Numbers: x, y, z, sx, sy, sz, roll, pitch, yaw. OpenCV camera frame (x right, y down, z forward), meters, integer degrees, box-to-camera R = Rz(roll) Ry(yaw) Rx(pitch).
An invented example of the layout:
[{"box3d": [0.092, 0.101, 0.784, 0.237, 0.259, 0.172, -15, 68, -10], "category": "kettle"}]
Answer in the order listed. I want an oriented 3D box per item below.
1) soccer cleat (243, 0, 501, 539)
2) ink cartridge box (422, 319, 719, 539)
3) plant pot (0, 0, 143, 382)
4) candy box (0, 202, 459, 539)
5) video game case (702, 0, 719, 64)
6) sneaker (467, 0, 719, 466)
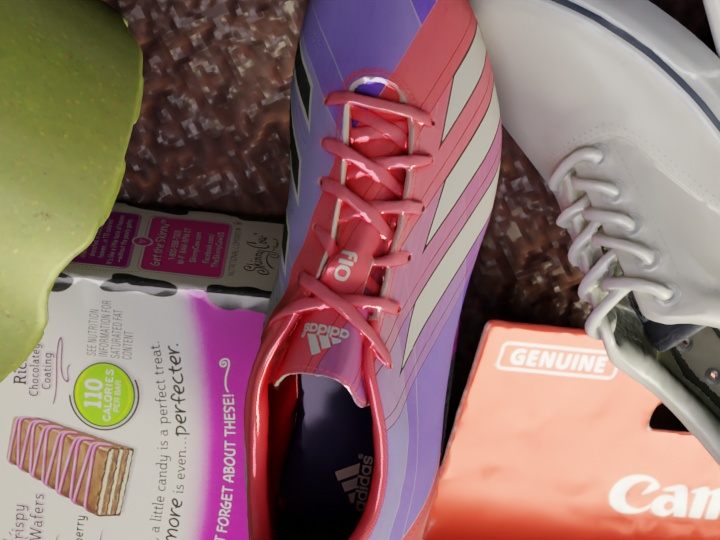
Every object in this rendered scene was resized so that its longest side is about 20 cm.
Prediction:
[{"box3d": [0.000, 0.000, 0.832, 0.066, 0.076, 0.201, 7, 91, 13], "category": "soccer cleat"}, {"box3d": [0.110, 0.109, 0.927, 0.199, 0.044, 0.174, 6, 119, -22], "category": "ink cartridge box"}, {"box3d": [-0.170, -0.053, 0.791, 0.190, 0.200, 0.200, 25, 115, -22], "category": "plant pot"}, {"box3d": [-0.073, 0.050, 0.929, 0.199, 0.061, 0.137, 6, 116, -1], "category": "candy box"}, {"box3d": [0.196, -0.090, 0.854, 0.182, 0.022, 0.200, -15, 123, 8], "category": "video game case"}, {"box3d": [0.093, -0.011, 0.860, 0.200, 0.071, 0.073, 47, 139, 0], "category": "sneaker"}]
